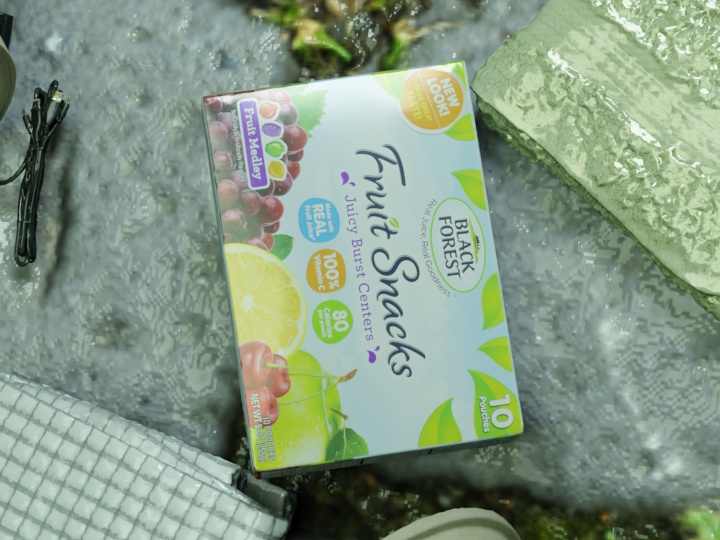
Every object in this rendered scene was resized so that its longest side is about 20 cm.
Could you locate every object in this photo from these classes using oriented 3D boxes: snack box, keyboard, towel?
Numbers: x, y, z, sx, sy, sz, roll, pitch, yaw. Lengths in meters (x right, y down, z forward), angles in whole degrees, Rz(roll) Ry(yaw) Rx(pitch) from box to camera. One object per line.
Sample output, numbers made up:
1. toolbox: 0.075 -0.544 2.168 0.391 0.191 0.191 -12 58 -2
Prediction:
1. snack box: 0.000 0.000 1.322 0.142 0.053 0.200 -8 80 -5
2. keyboard: -0.226 -0.052 1.456 0.127 0.021 0.200 8 87 28
3. towel: 0.166 -0.084 1.302 0.200 0.036 0.148 42 98 20
4. towel: -0.142 0.161 1.365 0.200 0.086 0.166 22 88 21

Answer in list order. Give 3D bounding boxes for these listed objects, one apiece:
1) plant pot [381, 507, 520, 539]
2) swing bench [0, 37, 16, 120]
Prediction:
1. plant pot: 0.061 0.248 1.195 0.183 0.200 0.200 42 99 31
2. swing bench: -0.307 -0.151 1.432 0.200 0.130 0.199 -32 69 14
